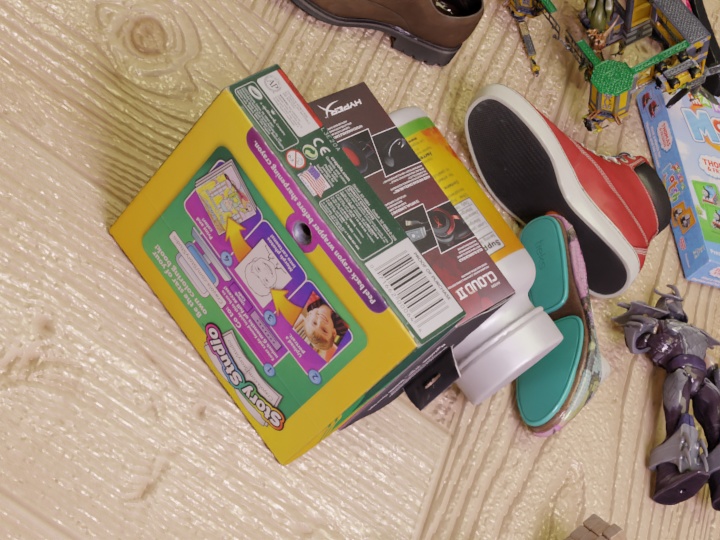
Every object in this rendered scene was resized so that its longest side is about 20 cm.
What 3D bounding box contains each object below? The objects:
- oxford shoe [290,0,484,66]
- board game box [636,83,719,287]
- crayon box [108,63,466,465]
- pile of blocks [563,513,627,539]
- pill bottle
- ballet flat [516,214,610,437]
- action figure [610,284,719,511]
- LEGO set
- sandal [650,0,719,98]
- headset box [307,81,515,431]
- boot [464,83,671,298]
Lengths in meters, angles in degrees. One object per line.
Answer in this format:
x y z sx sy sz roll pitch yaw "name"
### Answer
0.013 -0.238 1.470 0.199 0.084 0.073 14 53 -29 "oxford shoe"
0.335 -0.070 1.638 0.150 0.037 0.201 13 51 -32 "board game box"
-0.052 0.000 1.168 0.058 0.173 0.201 -30 81 -44 "crayon box"
0.201 0.238 1.291 0.199 0.082 0.062 32 0 -29 "pile of blocks"
0.056 -0.008 1.308 0.111 0.111 0.201 -27 78 -47 "pill bottle"
0.158 0.048 1.391 0.071 0.069 0.201 38 38 -38 "ballet flat"
0.263 0.092 1.436 0.129 0.069 0.201 15 48 -24 "action figure"
0.221 -0.200 1.608 0.153 0.116 0.200 -34 63 -16 "LEGO set"
0.289 -0.249 1.714 0.045 0.075 0.201 -6 65 -29 "sandal"
0.000 0.000 1.229 0.075 0.149 0.201 -26 78 -46 "headset box"
0.176 -0.090 1.502 0.200 0.072 0.144 50 41 -8 "boot"
